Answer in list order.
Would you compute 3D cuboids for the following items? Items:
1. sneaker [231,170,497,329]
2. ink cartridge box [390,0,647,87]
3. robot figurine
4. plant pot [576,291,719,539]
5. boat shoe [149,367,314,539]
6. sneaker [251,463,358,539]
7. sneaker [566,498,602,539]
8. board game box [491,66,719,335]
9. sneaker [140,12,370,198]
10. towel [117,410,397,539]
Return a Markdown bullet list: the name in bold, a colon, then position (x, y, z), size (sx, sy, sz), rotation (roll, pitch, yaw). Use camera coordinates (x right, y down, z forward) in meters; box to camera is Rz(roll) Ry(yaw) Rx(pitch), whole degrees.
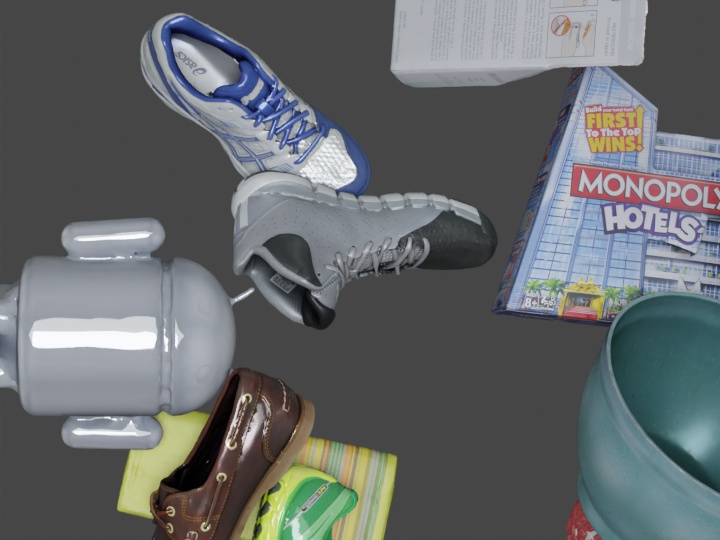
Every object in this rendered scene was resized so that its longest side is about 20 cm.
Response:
- **sneaker**: position (0.000, 0.000, 1.185), size (0.199, 0.075, 0.116), rotation (8, 49, -4)
- **ink cartridge box**: position (0.123, -0.221, 1.208), size (0.199, 0.050, 0.162), rotation (2, 83, 25)
- **robot figurine**: position (-0.175, 0.046, 1.161), size (0.198, 0.113, 0.171), rotation (1, 107, -7)
- **plant pot**: position (0.236, 0.133, 1.172), size (0.199, 0.135, 0.201), rotation (16, 42, -15)
- **boat shoe**: position (-0.113, 0.159, 1.150), size (0.070, 0.070, 0.201), rotation (29, 91, -35)
- **sneaker**: position (-0.045, 0.242, 1.170), size (0.083, 0.074, 0.201), rotation (11, 95, -2)
- **sneaker**: position (0.239, 0.237, 1.228), size (0.200, 0.078, 0.082), rotation (40, 55, 2)
- **board game box**: position (0.210, -0.056, 1.246), size (0.199, 0.062, 0.201), rotation (6, 85, -7)
- **sneaker**: position (-0.078, -0.114, 1.201), size (0.199, 0.088, 0.076), rotation (33, 80, -5)
- **towel**: position (-0.075, 0.158, 1.215), size (0.199, 0.018, 0.087), rotation (13, 80, -6)
